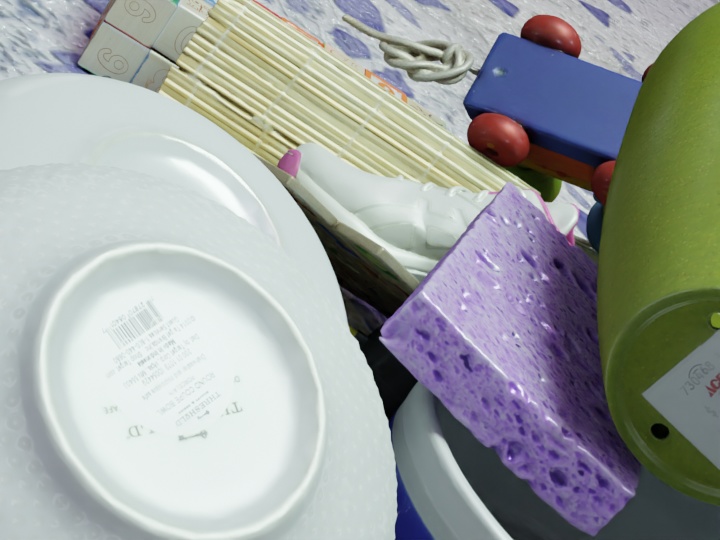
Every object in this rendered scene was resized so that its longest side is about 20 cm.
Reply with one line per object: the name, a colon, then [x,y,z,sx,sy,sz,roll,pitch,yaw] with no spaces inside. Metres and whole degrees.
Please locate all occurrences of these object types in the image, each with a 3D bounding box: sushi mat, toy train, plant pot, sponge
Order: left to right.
sushi mat: [-0.011,-0.052,1.012,0.200,0.096,0.012,33,-1,-10]
toy train: [0.086,-0.076,1.076,0.200,0.085,0.116,22,-25,15]
sponge: [0.076,0.029,0.823,0.112,0.030,0.200,43,20,0]
plant pot: [0.171,0.003,0.790,0.187,0.187,0.200,37,35,2]

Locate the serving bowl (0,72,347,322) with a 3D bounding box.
serving bowl: [-0.080,0.002,0.724,0.200,0.066,0.200,25,43,-25]

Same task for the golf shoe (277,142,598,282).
golf shoe: [0.052,-0.011,0.969,0.200,0.092,0.075,36,-6,9]

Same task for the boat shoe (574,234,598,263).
boat shoe: [0.158,0.032,1.125,0.200,0.073,0.063,27,21,0]

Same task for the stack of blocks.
stack of blocks: [-0.050,-0.091,1.074,0.200,0.059,0.115,32,21,-12]

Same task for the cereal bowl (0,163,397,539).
cereal bowl: [-0.070,0.052,0.594,0.200,0.083,0.200,16,58,-27]

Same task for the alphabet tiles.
alphabet tiles: [0.000,0.000,0.905,0.200,0.006,0.166,43,-8,-40]

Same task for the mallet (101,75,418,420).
mallet: [-0.049,0.003,0.842,0.200,0.066,0.041,38,0,-11]

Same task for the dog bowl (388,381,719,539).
dog bowl: [0.086,0.127,0.797,0.200,0.079,0.200,31,22,-14]
